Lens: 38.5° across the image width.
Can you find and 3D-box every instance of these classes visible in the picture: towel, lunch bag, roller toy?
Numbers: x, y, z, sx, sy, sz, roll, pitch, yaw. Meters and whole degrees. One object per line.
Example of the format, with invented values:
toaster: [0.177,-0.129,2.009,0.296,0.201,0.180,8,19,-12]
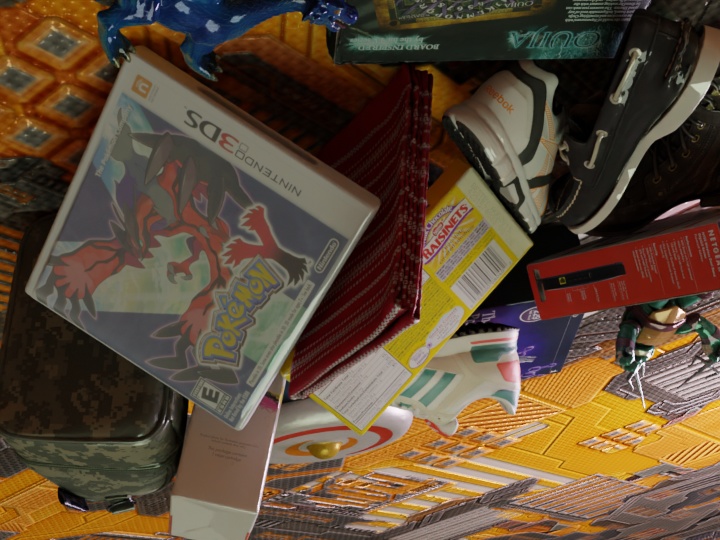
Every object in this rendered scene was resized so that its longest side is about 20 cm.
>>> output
towel: [-0.003,-0.028,0.690,0.022,0.201,0.144,22,144,-25]
lunch bag: [-0.197,0.076,0.818,0.138,0.201,0.168,-1,153,1]
roller toy: [-0.044,0.115,1.005,0.181,0.141,0.200,1,157,-23]

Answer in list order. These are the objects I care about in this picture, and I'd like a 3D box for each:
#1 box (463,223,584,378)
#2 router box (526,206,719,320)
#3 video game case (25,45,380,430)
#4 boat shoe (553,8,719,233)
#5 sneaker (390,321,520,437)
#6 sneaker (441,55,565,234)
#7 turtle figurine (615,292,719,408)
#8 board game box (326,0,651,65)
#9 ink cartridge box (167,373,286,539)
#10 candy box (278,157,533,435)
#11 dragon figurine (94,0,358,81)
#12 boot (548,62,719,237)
box: [0.137,0.042,1.011,0.140,0.079,0.200,-11,153,-4]
router box: [0.266,-0.017,0.839,0.199,0.049,0.179,-16,-179,-40]
video game case: [-0.110,-0.014,0.677,0.182,0.023,0.201,33,117,0]
boat shoe: [0.167,-0.096,0.694,0.060,0.074,0.200,21,151,-3]
sneaker: [0.046,0.103,0.890,0.198,0.094,0.070,-9,-176,-7]
sneaker: [0.121,-0.088,0.754,0.080,0.074,0.200,-45,161,0]
turtle figurine: [0.318,0.057,1.078,0.149,0.101,0.201,-15,141,-24]
board game box: [0.086,-0.177,0.614,0.198,0.028,0.135,-4,153,-14]
ink cartridge box: [-0.098,0.105,0.819,0.067,0.201,0.117,13,150,-5]
candy box: [0.035,0.023,0.763,0.200,0.026,0.102,-48,128,-1]
dragon figurine: [-0.101,-0.158,0.550,0.199,0.059,0.099,10,147,-28]
boot: [0.245,-0.110,0.773,0.198,0.070,0.175,-14,151,-8]
